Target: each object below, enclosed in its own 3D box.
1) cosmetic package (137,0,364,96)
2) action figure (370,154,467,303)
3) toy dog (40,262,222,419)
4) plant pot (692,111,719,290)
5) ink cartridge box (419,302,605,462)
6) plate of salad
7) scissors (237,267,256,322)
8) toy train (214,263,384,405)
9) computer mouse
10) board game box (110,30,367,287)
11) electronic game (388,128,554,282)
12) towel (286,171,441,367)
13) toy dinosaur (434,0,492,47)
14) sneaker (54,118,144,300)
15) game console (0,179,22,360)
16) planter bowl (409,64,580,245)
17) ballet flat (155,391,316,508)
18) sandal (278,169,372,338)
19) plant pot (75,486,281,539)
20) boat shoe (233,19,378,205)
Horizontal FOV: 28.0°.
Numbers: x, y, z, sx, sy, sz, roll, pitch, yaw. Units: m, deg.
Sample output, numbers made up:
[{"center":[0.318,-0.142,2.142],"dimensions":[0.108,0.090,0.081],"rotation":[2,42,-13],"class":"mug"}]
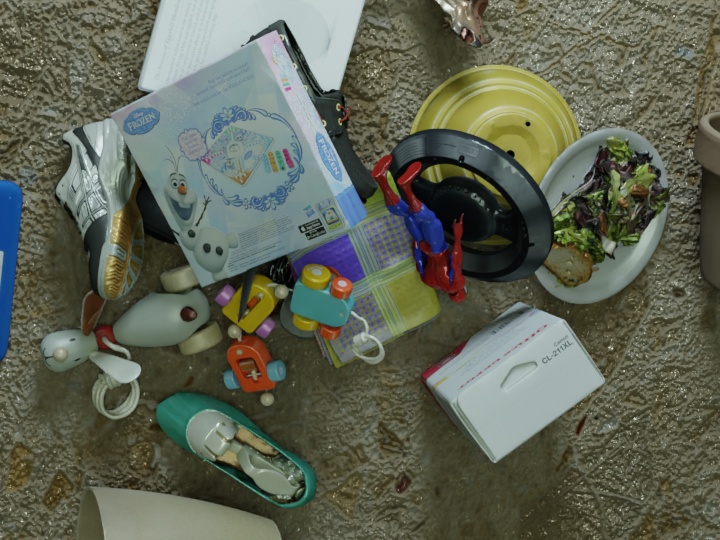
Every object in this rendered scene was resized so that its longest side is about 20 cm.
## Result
[{"center":[-0.111,-0.257,1.509],"dimensions":[0.200,0.123,0.200],"rotation":[16,94,-9],"class":"cosmetic package"},{"center":[0.074,-0.036,1.518],"dimensions":[0.052,0.065,0.200],"rotation":[-52,136,-29],"class":"action figure"},{"center":[-0.237,0.066,1.534],"dimensions":[0.200,0.096,0.132],"rotation":[-40,97,-3],"class":"toy dog"},{"center":[0.448,-0.064,1.577],"dimensions":[0.200,0.200,0.175],"rotation":[7,112,-7],"class":"plant pot"},{"center":[0.156,0.115,1.532],"dimensions":[0.146,0.200,0.083],"rotation":[-36,97,-3],"class":"ink cartridge box"},{"center":[0.268,-0.056,1.576],"dimensions":[0.200,0.048,0.201],"rotation":[-11,112,-29],"class":"plate of salad"},{"center":[-0.107,-0.048,1.481],"dimensions":[0.073,0.014,0.200],"rotation":[31,106,15],"class":"scissors"},{"center":[-0.071,0.060,1.536],"dimensions":[0.200,0.056,0.150],"rotation":[-16,116,28],"class":"toy train"},{"center":[-0.141,-0.074,1.550],"dimensions":[0.200,0.046,0.141],"rotation":[24,91,-1],"class":"computer mouse"},{"center":[-0.121,-0.105,1.414],"dimensions":[0.200,0.043,0.199],"rotation":[-20,103,33],"class":"board game box"},{"center":[0.113,-0.066,1.529],"dimensions":[0.200,0.200,0.042],"rotation":[43,54,-8],"class":"electronic game"},{"center":[0.000,0.000,1.559],"dimensions":[0.143,0.023,0.200],"rotation":[-23,120,-5],"class":"towel"},{"center":[0.105,-0.338,1.556],"dimensions":[0.135,0.086,0.200],"rotation":[29,74,-18],"class":"toy dinosaur"},{"center":[-0.278,-0.061,1.519],"dimensions":[0.087,0.076,0.201],"rotation":[-5,69,10],"class":"sneaker"},{"center":[-0.470,-0.007,1.541],"dimensions":[0.170,0.118,0.201],"rotation":[4,95,-38],"class":"game console"},{"center":[0.156,-0.126,1.573],"dimensions":[0.200,0.083,0.201],"rotation":[-1,94,-7],"class":"planter bowl"},{"center":[-0.132,0.195,1.569],"dimensions":[0.200,0.070,0.067],"rotation":[32,90,-8],"class":"ballet flat"},{"center":[-0.025,-0.015,1.578],"dimensions":[0.075,0.045,0.200],"rotation":[26,91,-8],"class":"sandal"},{"center":[-0.188,0.319,1.532],"dimensions":[0.199,0.187,0.188],"rotation":[0,94,-21],"class":"plant pot"},{"center":[-0.043,-0.154,1.430],"dimensions":[0.063,0.074,0.202],"rotation":[-34,96,9],"class":"boat shoe"}]
